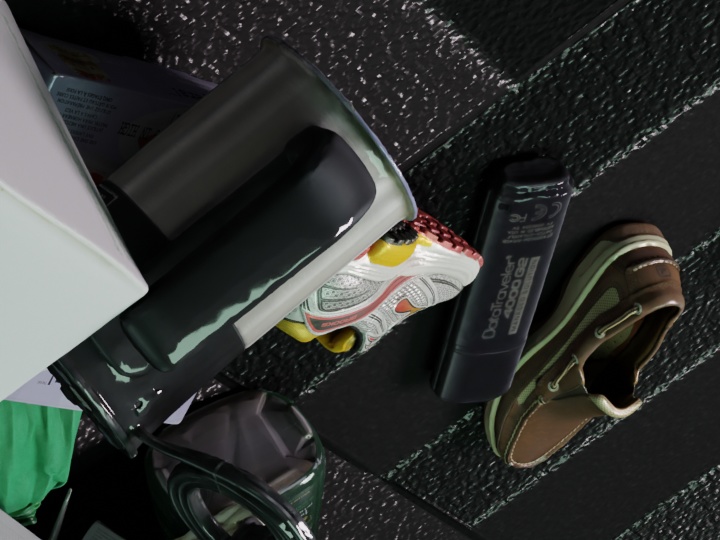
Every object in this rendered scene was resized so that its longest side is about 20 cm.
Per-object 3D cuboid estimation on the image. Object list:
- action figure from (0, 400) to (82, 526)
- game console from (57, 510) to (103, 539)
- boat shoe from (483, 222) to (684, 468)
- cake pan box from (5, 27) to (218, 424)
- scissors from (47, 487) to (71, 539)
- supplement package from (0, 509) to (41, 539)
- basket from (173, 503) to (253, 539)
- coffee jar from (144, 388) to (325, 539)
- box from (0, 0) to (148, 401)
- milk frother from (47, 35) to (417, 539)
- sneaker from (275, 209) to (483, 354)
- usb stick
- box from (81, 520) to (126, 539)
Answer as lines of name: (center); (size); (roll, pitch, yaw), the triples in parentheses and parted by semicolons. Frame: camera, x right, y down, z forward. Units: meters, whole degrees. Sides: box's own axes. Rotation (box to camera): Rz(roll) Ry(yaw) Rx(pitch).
action figure: (-0.196, 0.077, 1.604); (0.118, 0.055, 0.200); (-18, 140, -17)
game console: (-0.263, 0.229, 1.786); (0.176, 0.117, 0.200); (12, 136, -3)
boat shoe: (0.139, 0.064, 1.800); (0.075, 0.075, 0.202); (-4, 139, -31)
cake pan box: (-0.131, -0.016, 1.493); (0.200, 0.052, 0.184); (13, 113, -46)
scissors: (-0.196, 0.202, 1.719); (0.073, 0.014, 0.200); (-19, 138, -63)
supplement package: (-0.259, 0.174, 1.575); (0.109, 0.114, 0.200); (-35, 124, 20)
basket: (-0.056, 0.238, 1.694); (0.135, 0.123, 0.200); (-32, 145, 6)
coffee jar: (-0.074, 0.166, 1.775); (0.104, 0.085, 0.200); (-24, 146, -19)
box: (-0.239, -0.048, 1.287); (0.171, 0.199, 0.200); (-36, 146, 11)
milk frother: (-0.046, 0.028, 1.409); (0.188, 0.180, 0.200); (-40, 121, -8)
sneaker: (0.000, 0.000, 1.581); (0.082, 0.078, 0.200); (-59, 158, 12)
usb stick: (0.083, 0.009, 1.730); (0.055, 0.033, 0.200); (-6, 141, -18)
box: (-0.179, 0.247, 1.764); (0.144, 0.036, 0.200); (-52, 165, -17)
